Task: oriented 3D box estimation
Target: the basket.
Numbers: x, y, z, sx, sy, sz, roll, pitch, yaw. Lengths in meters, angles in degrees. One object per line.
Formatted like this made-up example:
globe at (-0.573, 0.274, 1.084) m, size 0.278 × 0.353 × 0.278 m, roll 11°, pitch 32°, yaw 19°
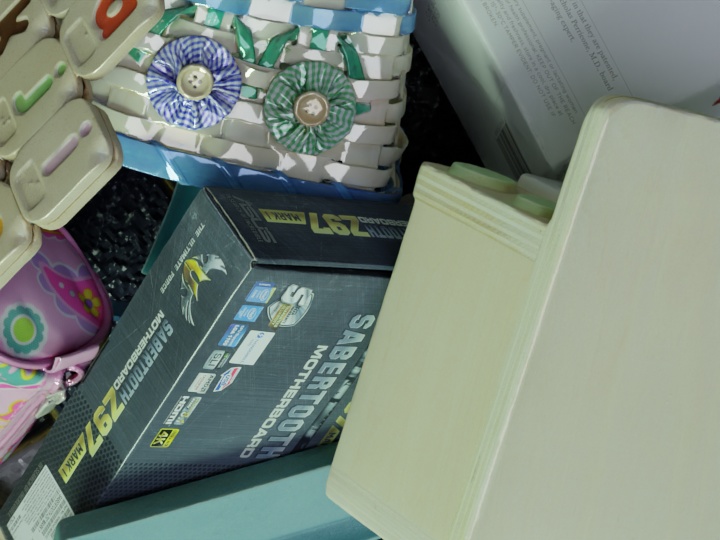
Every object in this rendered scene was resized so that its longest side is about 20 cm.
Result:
basket at (-0.066, -0.061, 1.139) m, size 0.176 × 0.139 × 0.200 m, roll 9°, pitch 118°, yaw -11°

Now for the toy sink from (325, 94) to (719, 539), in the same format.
toy sink at (0.088, 0.023, 1.039) m, size 0.130 × 0.112 × 0.200 m, roll 10°, pitch 102°, yaw -34°

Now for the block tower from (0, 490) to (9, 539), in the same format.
block tower at (-0.217, 0.195, 1.248) m, size 0.058 × 0.054 × 0.200 m, roll 35°, pitch 100°, yaw -20°

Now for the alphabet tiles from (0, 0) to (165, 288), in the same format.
alphabet tiles at (-0.163, -0.079, 1.082) m, size 0.196 × 0.200 × 0.015 m, roll -44°, pitch 137°, yaw 18°

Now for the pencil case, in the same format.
pencil case at (-0.181, 0.056, 1.142) m, size 0.087 × 0.088 × 0.200 m, roll 24°, pitch 138°, yaw -19°

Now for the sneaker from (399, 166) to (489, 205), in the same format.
sneaker at (0.111, -0.020, 1.210) m, size 0.200 × 0.071 × 0.080 m, roll -17°, pitch 85°, yaw -9°

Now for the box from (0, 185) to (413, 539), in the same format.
box at (-0.044, 0.056, 1.110) m, size 0.158 × 0.051 × 0.200 m, roll 4°, pitch 131°, yaw -45°

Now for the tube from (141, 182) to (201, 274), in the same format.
tube at (0.000, 0.000, 1.229) m, size 0.200 × 0.050 × 0.078 m, roll 21°, pitch 83°, yaw -14°

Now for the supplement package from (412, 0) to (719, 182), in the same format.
supplement package at (0.135, -0.126, 1.133) m, size 0.200 × 0.121 × 0.120 m, roll -27°, pitch 82°, yaw -8°

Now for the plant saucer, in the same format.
plant saucer at (-0.048, 0.107, 1.110) m, size 0.200 × 0.019 × 0.070 m, roll -14°, pitch 143°, yaw -30°
